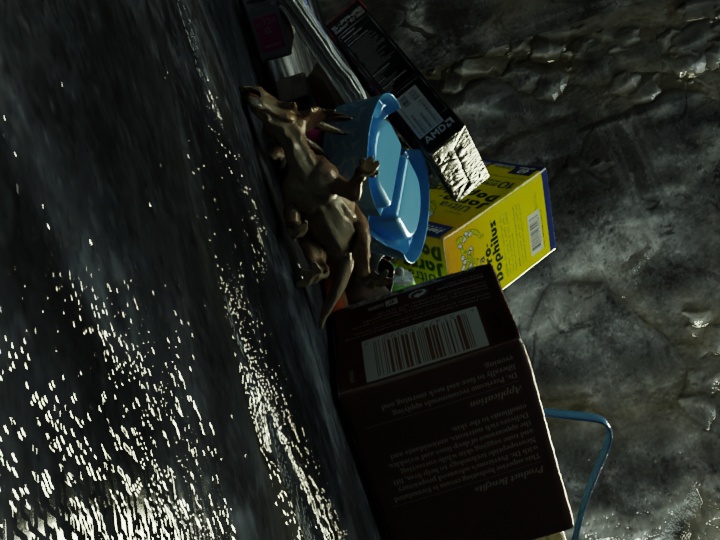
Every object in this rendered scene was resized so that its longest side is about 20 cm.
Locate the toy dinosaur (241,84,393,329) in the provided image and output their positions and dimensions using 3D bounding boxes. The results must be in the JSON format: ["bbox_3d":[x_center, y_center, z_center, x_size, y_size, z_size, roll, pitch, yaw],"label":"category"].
[{"bbox_3d":[-0.030,-0.058,0.990,0.136,0.085,0.202,-114,-170,-57],"label":"toy dinosaur"}]

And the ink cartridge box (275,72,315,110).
[{"bbox_3d":[-0.044,-0.109,1.323,0.100,0.039,0.201,-103,176,-51],"label":"ink cartridge box"}]

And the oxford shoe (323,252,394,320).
[{"bbox_3d":[0.000,0.000,1.215,0.201,0.072,0.072,-102,174,-55],"label":"oxford shoe"}]

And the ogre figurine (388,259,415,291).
[{"bbox_3d":[0.037,0.080,1.254,0.120,0.097,0.202,134,-29,-75],"label":"ogre figurine"}]

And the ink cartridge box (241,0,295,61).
[{"bbox_3d":[-0.113,-0.324,1.218,0.120,0.041,0.202,-95,170,-70],"label":"ink cartridge box"}]

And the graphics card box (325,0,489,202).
[{"bbox_3d":[0.049,-0.175,1.233,0.201,0.051,0.126,53,1,26],"label":"graphics card box"}]

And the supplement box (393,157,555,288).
[{"bbox_3d":[0.122,-0.039,1.367,0.108,0.199,0.111,13,-55,41],"label":"supplement box"}]

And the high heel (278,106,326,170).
[{"bbox_3d":[-0.020,-0.087,1.117,0.096,0.068,0.200,41,-6,11],"label":"high heel"}]

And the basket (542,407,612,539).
[{"bbox_3d":[0.153,0.218,1.262,0.139,0.198,0.178,-86,-169,-74],"label":"basket"}]

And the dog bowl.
[{"bbox_3d":[0.016,-0.084,1.111,0.200,0.049,0.113,56,40,-60],"label":"dog bowl"}]

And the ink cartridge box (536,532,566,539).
[{"bbox_3d":[0.153,0.322,1.363,0.075,0.163,0.201,76,1,-49],"label":"ink cartridge box"}]

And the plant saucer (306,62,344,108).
[{"bbox_3d":[-0.027,-0.154,1.422,0.200,0.029,0.202,163,-90,-73],"label":"plant saucer"}]

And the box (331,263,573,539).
[{"bbox_3d":[0.079,0.132,1.078,0.165,0.164,0.202,-100,173,-67],"label":"box"}]

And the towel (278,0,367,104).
[{"bbox_3d":[-0.034,-0.225,1.211,0.148,0.024,0.200,56,7,-9],"label":"towel"}]

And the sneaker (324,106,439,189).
[{"bbox_3d":[0.006,-0.105,1.253,0.199,0.085,0.078,24,25,-49],"label":"sneaker"}]
